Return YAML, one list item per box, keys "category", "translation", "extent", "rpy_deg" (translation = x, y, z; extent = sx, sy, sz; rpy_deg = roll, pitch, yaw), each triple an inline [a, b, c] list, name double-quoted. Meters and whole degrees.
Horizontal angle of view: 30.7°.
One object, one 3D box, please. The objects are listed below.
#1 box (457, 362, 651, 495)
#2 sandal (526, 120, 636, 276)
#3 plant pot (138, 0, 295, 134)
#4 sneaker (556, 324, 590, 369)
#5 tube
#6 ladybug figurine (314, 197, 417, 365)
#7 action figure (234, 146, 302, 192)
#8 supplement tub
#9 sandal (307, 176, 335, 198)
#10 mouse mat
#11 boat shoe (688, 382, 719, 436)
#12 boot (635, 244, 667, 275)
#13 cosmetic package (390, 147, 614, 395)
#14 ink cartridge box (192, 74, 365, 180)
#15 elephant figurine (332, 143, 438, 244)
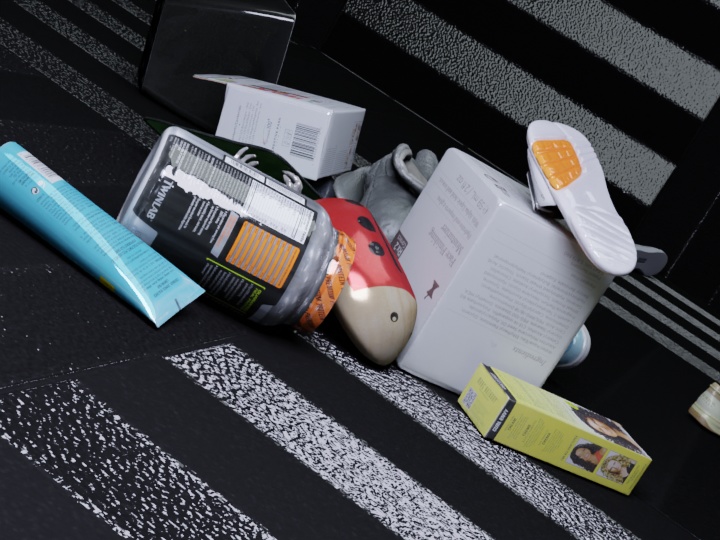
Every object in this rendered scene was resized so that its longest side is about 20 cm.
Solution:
- category: "box"
  translation: [0.197, 0.161, 1.326]
  extent: [0.198, 0.050, 0.075]
  rpy_deg: [24, 15, -29]
- category: "sandal"
  translation: [0.204, -0.063, 1.288]
  extent: [0.078, 0.059, 0.208]
  rpy_deg: [6, 47, -26]
- category: "plant pot"
  translation: [-0.214, -0.307, 1.860]
  extent: [0.175, 0.202, 0.200]
  rpy_deg: [13, 18, -15]
- category: "sneaker"
  translation: [0.183, 0.056, 1.633]
  extent: [0.199, 0.080, 0.130]
  rpy_deg: [30, 7, 42]
- category: "tube"
  translation: [-0.223, -0.029, 1.079]
  extent: [0.199, 0.051, 0.077]
  rpy_deg: [36, 36, 7]
- category: "ladybug figurine"
  translation: [0.000, 0.000, 1.305]
  extent: [0.136, 0.071, 0.201]
  rpy_deg: [47, 14, -56]
- category: "action figure"
  translation: [-0.118, -0.073, 1.366]
  extent: [0.199, 0.103, 0.119]
  rpy_deg: [36, 2, 28]
- category: "supplement tub"
  translation: [-0.111, -0.031, 1.171]
  extent: [0.199, 0.123, 0.123]
  rpy_deg: [29, 13, -14]
- category: "sandal"
  translation: [-0.067, -0.100, 1.663]
  extent: [0.043, 0.076, 0.200]
  rpy_deg: [54, 4, -24]
- category: "mouse mat"
  translation: [-0.135, -0.118, 1.481]
  extent: [0.198, 0.008, 0.161]
  rpy_deg: [19, -13, 29]
- category: "boat shoe"
  translation: [0.564, 0.220, 1.922]
  extent: [0.199, 0.063, 0.073]
  rpy_deg: [22, 15, -38]
- category: "boot"
  translation: [0.642, -0.049, 3.090]
  extent: [0.199, 0.074, 0.096]
  rpy_deg: [15, 27, -49]
- category: "cosmetic package"
  translation: [0.130, 0.013, 1.382]
  extent: [0.164, 0.201, 0.165]
  rpy_deg: [26, 15, -25]
- category: "ink cartridge box"
  translation: [-0.102, -0.175, 1.573]
  extent: [0.173, 0.085, 0.200]
  rpy_deg: [16, 10, 9]
- category: "elephant figurine"
  translation: [0.038, -0.083, 1.532]
  extent: [0.156, 0.140, 0.202]
  rpy_deg: [88, -6, -62]
